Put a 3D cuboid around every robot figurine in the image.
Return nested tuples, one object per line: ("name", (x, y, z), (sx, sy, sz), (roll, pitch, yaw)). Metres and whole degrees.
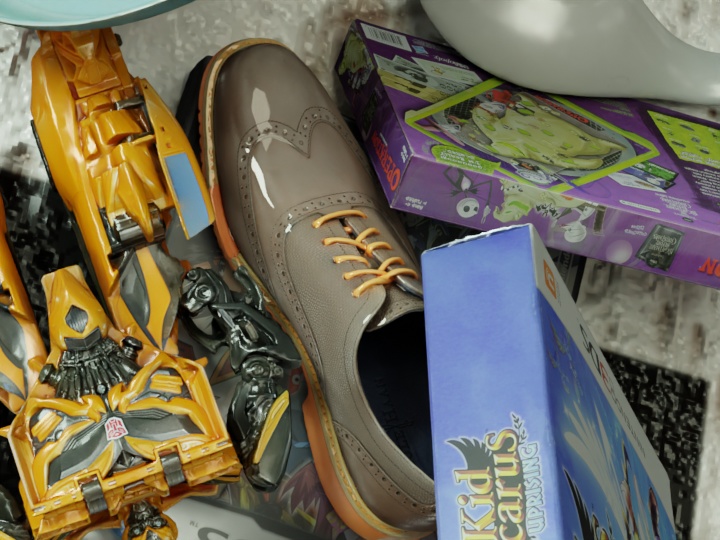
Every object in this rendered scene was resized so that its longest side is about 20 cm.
("robot figurine", (-0.106, 0.009, 0.726), (0.145, 0.058, 0.201), (-20, 74, -9))

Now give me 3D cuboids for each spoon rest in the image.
("spoon rest", (0.117, -0.107, 0.875), (0.199, 0.061, 0.100), (9, 51, -12))

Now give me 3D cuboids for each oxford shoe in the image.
("oxford shoe", (0.000, 0.000, 0.758), (0.071, 0.073, 0.201), (-22, 85, -26))

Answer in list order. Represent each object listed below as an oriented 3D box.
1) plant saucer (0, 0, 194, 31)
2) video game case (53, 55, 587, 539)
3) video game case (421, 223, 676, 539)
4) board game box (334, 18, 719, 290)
("plant saucer", (-0.076, -0.164, 0.739), (0.027, 0.200, 0.201), (52, 53, -52))
("video game case", (-0.010, 0.040, 0.799), (0.180, 0.025, 0.201), (22, 69, -17))
("video game case", (0.076, 0.116, 0.711), (0.181, 0.045, 0.201), (55, 25, -47))
("board game box", (0.094, -0.041, 0.824), (0.199, 0.120, 0.032), (14, 113, -19))
